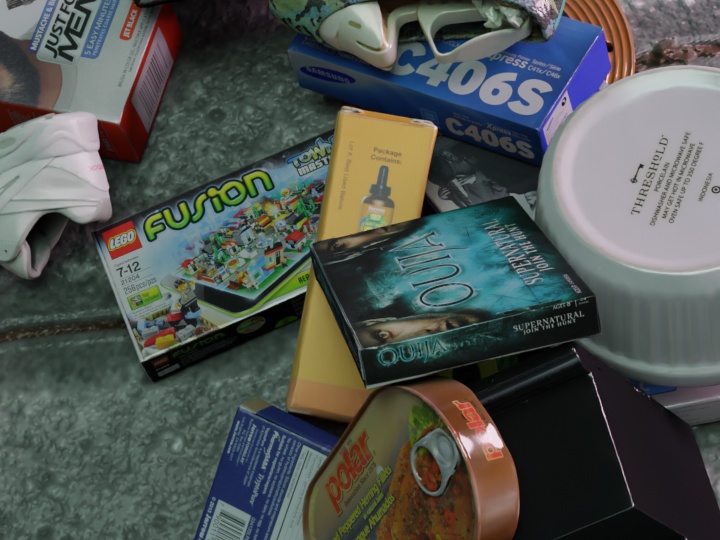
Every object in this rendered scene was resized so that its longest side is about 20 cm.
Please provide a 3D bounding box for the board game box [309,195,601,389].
[{"bbox_3d":[0.049,0.009,1.217,0.135,0.028,0.200,-13,19,-6],"label":"board game box"}]

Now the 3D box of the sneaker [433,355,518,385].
[{"bbox_3d":[0.075,0.095,1.315,0.074,0.084,0.200,-5,83,27],"label":"sneaker"}]

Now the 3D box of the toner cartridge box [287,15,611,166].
[{"bbox_3d":[0.059,-0.144,1.413,0.200,0.043,0.095,20,61,27],"label":"toner cartridge box"}]

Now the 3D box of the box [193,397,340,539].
[{"bbox_3d":[-0.004,0.175,1.284,0.200,0.032,0.121,25,105,20],"label":"box"}]

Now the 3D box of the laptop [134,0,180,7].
[{"bbox_3d":[-0.087,-0.278,1.481,0.187,0.116,0.200,-13,21,-7],"label":"laptop"}]

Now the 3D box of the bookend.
[{"bbox_3d":[0.147,0.170,1.194,0.092,0.199,0.200,-25,62,19],"label":"bookend"}]

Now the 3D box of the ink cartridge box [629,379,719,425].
[{"bbox_3d":[0.227,0.009,1.353,0.200,0.045,0.176,-11,64,4],"label":"ink cartridge box"}]

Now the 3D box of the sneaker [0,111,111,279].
[{"bbox_3d":[-0.259,-0.034,1.423,0.200,0.078,0.100,-20,87,22],"label":"sneaker"}]

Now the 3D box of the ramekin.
[{"bbox_3d":[0.198,-0.036,1.275,0.202,0.094,0.203,-5,55,8],"label":"ramekin"}]

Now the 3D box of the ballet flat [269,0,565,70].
[{"bbox_3d":[0.036,-0.166,1.368,0.200,0.074,0.074,-6,64,14],"label":"ballet flat"}]

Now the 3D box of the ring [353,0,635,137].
[{"bbox_3d":[0.092,-0.142,1.460,0.200,0.019,0.201,-4,64,8],"label":"ring"}]

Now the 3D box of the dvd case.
[{"bbox_3d":[0.138,-0.041,1.363,0.150,0.025,0.200,-31,56,-9],"label":"dvd case"}]

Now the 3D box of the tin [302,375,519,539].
[{"bbox_3d":[0.026,0.137,1.181,0.042,0.200,0.112,-20,67,-34],"label":"tin"}]

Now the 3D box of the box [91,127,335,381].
[{"bbox_3d":[-0.072,-0.015,1.415,0.200,0.035,0.110,-24,63,-3],"label":"box"}]

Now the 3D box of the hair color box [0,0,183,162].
[{"bbox_3d":[-0.241,-0.154,1.493,0.200,0.064,0.111,10,67,14],"label":"hair color box"}]

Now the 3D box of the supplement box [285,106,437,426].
[{"bbox_3d":[0.000,0.000,1.346,0.066,0.069,0.200,11,85,0],"label":"supplement box"}]
